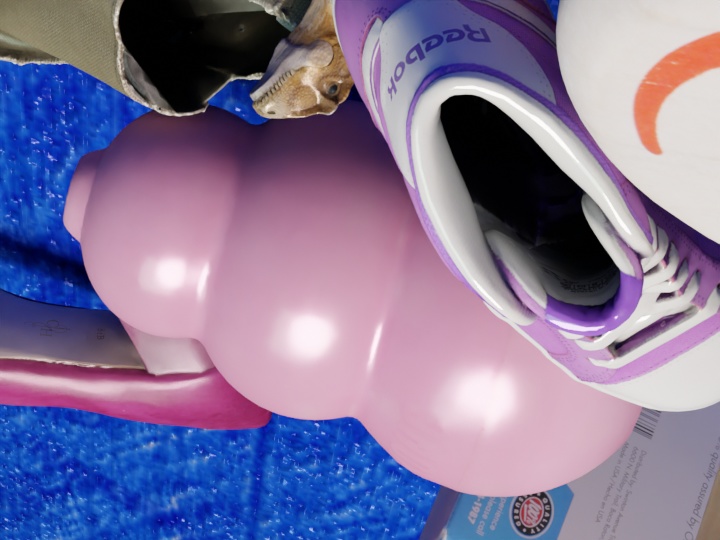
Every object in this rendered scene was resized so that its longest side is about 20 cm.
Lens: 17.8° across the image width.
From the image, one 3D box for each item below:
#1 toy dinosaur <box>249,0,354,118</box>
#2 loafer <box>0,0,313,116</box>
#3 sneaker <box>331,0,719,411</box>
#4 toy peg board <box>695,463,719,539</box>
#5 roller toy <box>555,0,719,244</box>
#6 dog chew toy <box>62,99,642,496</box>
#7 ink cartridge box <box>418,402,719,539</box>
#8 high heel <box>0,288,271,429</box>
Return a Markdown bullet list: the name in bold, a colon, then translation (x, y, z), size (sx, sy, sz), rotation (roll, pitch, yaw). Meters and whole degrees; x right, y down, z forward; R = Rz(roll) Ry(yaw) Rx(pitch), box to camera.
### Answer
- **toy dinosaur**: translation (0.007, -0.133, 0.628), size (0.106, 0.061, 0.200), rotation (28, 128, -3)
- **loafer**: translation (-0.073, -0.092, 0.741), size (0.199, 0.070, 0.075), rotation (-2, 142, 40)
- **sneaker**: translation (0.059, -0.001, 0.623), size (0.073, 0.115, 0.200), rotation (-35, 128, 13)
- **toy peg board**: translation (0.213, 0.042, 0.604), size (0.198, 0.201, 0.098), rotation (2, 145, 35)
- **roller toy**: translation (0.145, -0.078, 0.520), size (0.182, 0.140, 0.200), rotation (26, 160, -17)
- **dog chew toy**: translation (0.000, 0.000, 0.766), size (0.199, 0.125, 0.125), rotation (15, 152, -1)
- **ink cartridge box**: translation (0.130, 0.105, 0.865), size (0.199, 0.116, 0.067), rotation (27, 152, -2)
- **high heel**: translation (-0.139, 0.049, 0.996), size (0.199, 0.068, 0.096), rotation (-6, 132, 20)
